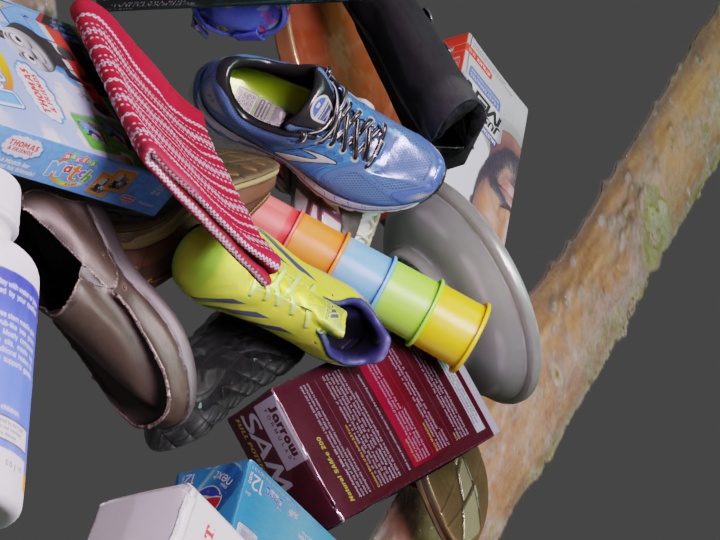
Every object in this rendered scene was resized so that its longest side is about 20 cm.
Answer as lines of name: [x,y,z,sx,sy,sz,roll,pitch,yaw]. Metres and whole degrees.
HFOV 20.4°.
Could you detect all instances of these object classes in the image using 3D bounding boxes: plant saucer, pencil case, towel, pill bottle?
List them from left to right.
pill bottle: [-0.240,0.041,1.135,0.112,0.112,0.201,30,54,-49]
towel: [-0.122,-0.088,1.299,0.145,0.022,0.200,47,8,-40]
pencil case: [-0.073,-0.261,1.549,0.087,0.078,0.201,79,20,-48]
plant saucer: [-0.013,-0.183,1.656,0.200,0.032,0.201,29,53,-49]
plant saucer: [0.066,0.024,1.587,0.050,0.200,0.201,-27,103,-22]

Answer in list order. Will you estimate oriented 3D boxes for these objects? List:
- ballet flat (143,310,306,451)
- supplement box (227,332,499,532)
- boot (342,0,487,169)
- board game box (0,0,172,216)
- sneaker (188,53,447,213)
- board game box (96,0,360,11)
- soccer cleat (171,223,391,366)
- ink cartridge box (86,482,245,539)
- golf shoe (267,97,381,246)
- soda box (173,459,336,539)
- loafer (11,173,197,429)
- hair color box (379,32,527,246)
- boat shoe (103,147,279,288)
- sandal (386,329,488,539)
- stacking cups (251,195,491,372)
ballet flat: [-0.098,0.069,1.418,0.066,0.057,0.200,37,28,13]
supplement box: [0.006,0.116,1.487,0.200,0.061,0.109,-21,80,-49]
boot: [0.034,-0.194,1.527,0.165,0.065,0.201,85,-15,-61]
board game box: [-0.217,-0.115,1.243,0.200,0.037,0.152,15,35,-54]
sneaker: [-0.028,-0.101,1.463,0.199,0.089,0.079,21,79,-10]
board game box: [-0.099,-0.259,1.446,0.199,0.028,0.136,-4,79,-19]
soccer cleat: [-0.050,0.017,1.384,0.200,0.084,0.065,28,89,-50]
ink cartridge box: [-0.103,0.256,1.288,0.200,0.084,0.146,53,38,-35]
golf shoe: [-0.019,-0.036,1.536,0.077,0.088,0.201,-7,85,-59]
soda box: [-0.053,0.216,1.398,0.200,0.068,0.064,49,41,-36]
loafer: [-0.179,0.023,1.286,0.201,0.073,0.071,59,38,-7]
hair color box: [0.084,-0.094,1.741,0.111,0.064,0.201,47,43,-39]
boat shoe: [-0.125,-0.036,1.397,0.200,0.072,0.068,-34,134,-55]
sandal: [0.040,0.131,1.597,0.080,0.054,0.201,-27,86,-50]
stacking cups: [0.000,0.000,1.486,0.199,0.061,0.061,32,44,-5]
